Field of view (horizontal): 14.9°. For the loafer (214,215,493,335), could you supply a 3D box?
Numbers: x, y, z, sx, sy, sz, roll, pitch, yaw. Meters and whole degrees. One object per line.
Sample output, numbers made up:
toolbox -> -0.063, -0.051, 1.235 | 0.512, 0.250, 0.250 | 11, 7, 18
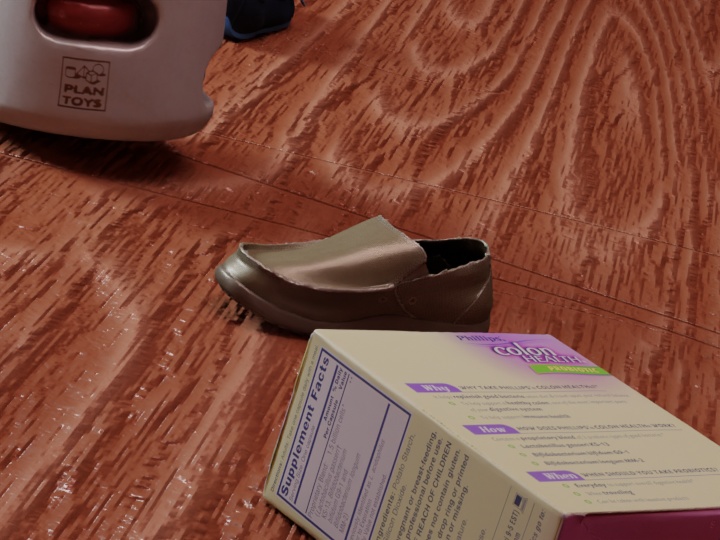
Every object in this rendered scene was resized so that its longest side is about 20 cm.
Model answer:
loafer -> 0.000, 0.000, 1.704 | 0.199, 0.068, 0.076 | 5, 21, -37

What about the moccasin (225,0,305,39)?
moccasin -> -0.087, -0.250, 2.409 | 0.080, 0.069, 0.200 | 18, 16, 1

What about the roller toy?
roller toy -> -0.188, -0.161, 1.899 | 0.182, 0.141, 0.199 | 17, 15, 38

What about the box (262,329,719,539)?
box -> 0.084, 0.115, 1.376 | 0.175, 0.097, 0.200 | 2, 24, -42
